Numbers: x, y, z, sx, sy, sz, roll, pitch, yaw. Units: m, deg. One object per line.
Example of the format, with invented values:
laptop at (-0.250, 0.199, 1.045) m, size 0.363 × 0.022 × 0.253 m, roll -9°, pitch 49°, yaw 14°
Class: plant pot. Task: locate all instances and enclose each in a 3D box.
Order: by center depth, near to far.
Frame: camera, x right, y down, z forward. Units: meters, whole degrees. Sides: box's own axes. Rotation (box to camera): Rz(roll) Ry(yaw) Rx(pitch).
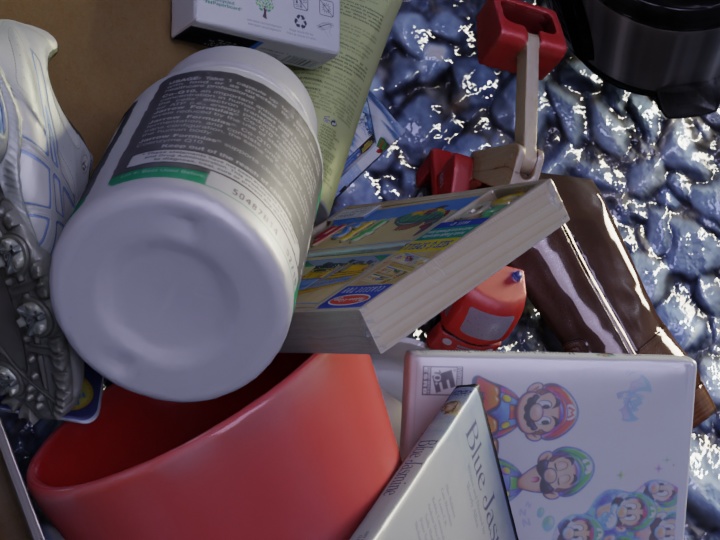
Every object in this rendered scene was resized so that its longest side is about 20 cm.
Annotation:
plant pot at (-0.056, 0.138, 0.798) m, size 0.200 × 0.200 × 0.178 m, roll -33°, pitch 106°, yaw -28°

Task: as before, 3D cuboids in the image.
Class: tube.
tube at (-0.020, -0.124, 0.919) m, size 0.058 × 0.052 × 0.202 m, roll 40°, pitch 54°, yaw -43°

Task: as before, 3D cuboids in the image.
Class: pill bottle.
pill bottle at (-0.078, -0.034, 0.732) m, size 0.113 × 0.113 × 0.200 m, roll 33°, pitch 27°, yaw -13°

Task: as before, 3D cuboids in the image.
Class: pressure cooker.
pressure cooker at (0.218, -0.214, 1.018) m, size 0.178 × 0.200 × 0.176 m, roll 35°, pitch 84°, yaw 12°

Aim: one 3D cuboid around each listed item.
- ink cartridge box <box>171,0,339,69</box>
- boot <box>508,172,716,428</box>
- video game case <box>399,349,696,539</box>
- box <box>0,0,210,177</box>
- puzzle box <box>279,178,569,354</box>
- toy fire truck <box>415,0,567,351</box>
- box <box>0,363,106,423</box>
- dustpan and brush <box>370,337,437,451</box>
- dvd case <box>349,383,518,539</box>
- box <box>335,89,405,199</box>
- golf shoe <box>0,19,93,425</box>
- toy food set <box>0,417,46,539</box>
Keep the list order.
ink cartridge box at (-0.061, -0.228, 0.874) m, size 0.099 × 0.039 × 0.202 m, roll 9°, pitch 76°, yaw -31°
boot at (0.126, 0.044, 0.974) m, size 0.186 × 0.064 × 0.201 m, roll -26°, pitch 86°, yaw -32°
video game case at (0.111, 0.150, 0.896) m, size 0.180 × 0.024 × 0.202 m, roll 2°, pitch 97°, yaw -9°
box at (-0.145, -0.095, 0.813) m, size 0.200 × 0.021 × 0.164 m, roll 45°, pitch 54°, yaw -35°
puzzle box at (0.000, 0.000, 0.771) m, size 0.133 × 0.199 × 0.026 m, roll -35°, pitch 105°, yaw -29°
toy fire truck at (0.084, -0.058, 0.932) m, size 0.048 × 0.141 × 0.201 m, roll 12°, pitch 54°, yaw -19°
box at (-0.195, -0.010, 0.835) m, size 0.120 × 0.032 × 0.202 m, roll 10°, pitch 62°, yaw -10°
dustpan and brush at (-0.002, 0.079, 0.905) m, size 0.200 × 0.057 × 0.140 m, roll 42°, pitch 64°, yaw -8°
dvd case at (0.045, 0.167, 0.781) m, size 0.200 × 0.017 × 0.144 m, roll -46°, pitch 124°, yaw -59°
box at (-0.084, -0.119, 0.935) m, size 0.200 × 0.040 × 0.137 m, roll 49°, pitch 61°, yaw -5°
golf shoe at (-0.159, -0.028, 0.724) m, size 0.097 × 0.078 × 0.202 m, roll -24°, pitch 106°, yaw -51°
toy food set at (-0.253, 0.155, 0.735) m, size 0.199 × 0.060 × 0.145 m, roll -23°, pitch 84°, yaw 2°
